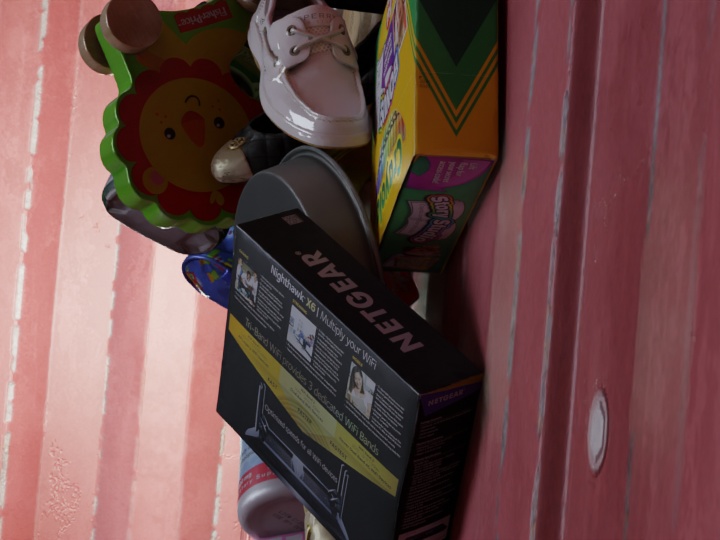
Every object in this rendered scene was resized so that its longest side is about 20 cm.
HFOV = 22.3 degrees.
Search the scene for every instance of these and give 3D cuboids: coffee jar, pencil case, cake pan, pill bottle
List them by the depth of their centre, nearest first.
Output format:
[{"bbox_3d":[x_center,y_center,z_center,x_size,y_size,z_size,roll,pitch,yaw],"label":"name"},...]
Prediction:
[{"bbox_3d":[-0.040,0.014,1.283,0.200,0.037,0.201,36,131,56],"label":"cake pan"},{"bbox_3d":[-0.131,-0.120,1.497,0.085,0.104,0.200,-32,33,54],"label":"coffee jar"},{"bbox_3d":[-0.075,-0.060,1.584,0.200,0.078,0.087,-60,14,-21],"label":"pencil case"},{"bbox_3d":[-0.057,0.149,1.686,0.109,0.108,0.200,102,170,-49],"label":"pill bottle"}]

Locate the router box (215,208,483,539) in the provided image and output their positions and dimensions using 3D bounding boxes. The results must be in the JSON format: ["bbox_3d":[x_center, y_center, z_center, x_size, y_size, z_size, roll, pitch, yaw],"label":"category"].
[{"bbox_3d":[-0.014,0.079,1.162,0.200,0.052,0.158,42,136,38],"label":"router box"}]

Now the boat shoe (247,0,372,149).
[{"bbox_3d":[-0.038,-0.157,1.302,0.200,0.071,0.069,-118,33,-50],"label":"boat shoe"}]

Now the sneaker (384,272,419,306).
[{"bbox_3d":[-0.008,0.067,1.381,0.200,0.084,0.075,116,138,-52],"label":"sneaker"}]

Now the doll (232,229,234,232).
[{"bbox_3d":[-0.034,0.026,1.521,0.200,0.136,0.048,65,157,-8],"label":"doll"}]

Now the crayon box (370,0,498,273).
[{"bbox_3d":[0.045,-0.112,1.192,0.200,0.058,0.173,109,165,-68],"label":"crayon box"}]

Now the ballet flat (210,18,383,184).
[{"bbox_3d":[-0.033,-0.133,1.384,0.066,0.200,0.057,47,171,51],"label":"ballet flat"}]

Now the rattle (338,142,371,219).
[{"bbox_3d":[0.000,0.000,1.490,0.143,0.130,0.200,-71,-38,-71],"label":"rattle"}]

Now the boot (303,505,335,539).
[{"bbox_3d":[-0.006,0.221,1.331,0.155,0.073,0.201,-110,25,-77],"label":"boot"}]

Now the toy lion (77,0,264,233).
[{"bbox_3d":[-0.119,-0.131,1.425,0.069,0.200,0.192,-25,89,56],"label":"toy lion"}]

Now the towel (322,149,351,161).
[{"bbox_3d":[-0.033,-0.127,1.477,0.086,0.018,0.200,-40,25,12],"label":"towel"}]

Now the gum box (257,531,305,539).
[{"bbox_3d":[-0.063,0.338,1.606,0.200,0.066,0.114,-93,-12,-47],"label":"gum box"}]

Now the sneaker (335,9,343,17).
[{"bbox_3d":[-0.006,-0.246,1.744,0.099,0.070,0.201,-104,26,-76],"label":"sneaker"}]

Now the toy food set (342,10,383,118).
[{"bbox_3d":[0.015,-0.216,1.597,0.200,0.048,0.199,-104,21,-73],"label":"toy food set"}]

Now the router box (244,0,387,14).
[{"bbox_3d":[-0.004,-0.293,1.362,0.062,0.149,0.200,-92,10,-53],"label":"router box"}]
